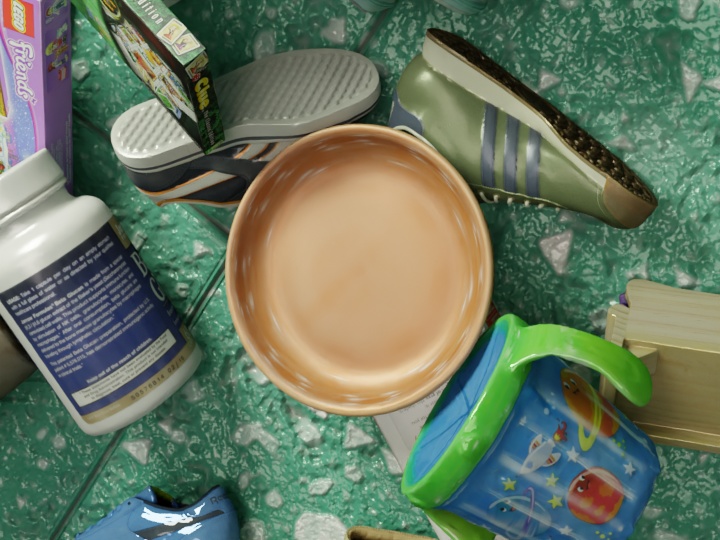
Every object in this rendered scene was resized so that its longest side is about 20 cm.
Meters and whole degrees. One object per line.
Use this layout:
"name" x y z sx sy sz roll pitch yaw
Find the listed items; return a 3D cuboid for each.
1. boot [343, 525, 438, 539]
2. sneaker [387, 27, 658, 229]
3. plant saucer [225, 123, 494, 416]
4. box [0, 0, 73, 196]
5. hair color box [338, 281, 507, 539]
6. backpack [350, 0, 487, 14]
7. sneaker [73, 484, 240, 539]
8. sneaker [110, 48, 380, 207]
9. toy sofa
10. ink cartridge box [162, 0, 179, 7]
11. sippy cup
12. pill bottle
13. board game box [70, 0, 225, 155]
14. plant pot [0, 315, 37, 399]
"boot" 0.060 0.293 0.845 0.199 0.073 0.157 21 108 19
"sneaker" 0.104 -0.077 0.783 0.200 0.067 0.090 39 115 8
"plant saucer" 0.000 0.000 0.781 0.198 0.037 0.202 0 90 21
"box" -0.289 -0.146 0.855 0.136 0.039 0.201 23 131 12
"hair color box" 0.082 0.117 0.817 0.110 0.064 0.201 -29 88 17
"backpack" 0.026 -0.253 0.717 0.200 0.178 0.151 41 111 -4
"sneaker" -0.191 0.220 0.919 0.198 0.066 0.079 -13 83 18
"sneaker" -0.079 -0.103 0.828 0.198 0.080 0.079 -14 54 1
"toy sofa" 0.264 0.077 0.756 0.198 0.098 0.083 8 125 15
"ink cartridge box" -0.165 -0.278 0.754 0.084 0.200 0.145 -35 88 -15
"sippy cup" 0.114 0.119 0.715 0.130 0.178 0.140 33 77 -3
"pill bottle" -0.216 0.014 0.842 0.110 0.111 0.201 -26 106 19
"board game box" -0.164 -0.177 0.763 0.023 0.105 0.200 -37 69 -14
"plant pot" -0.354 0.058 0.888 0.172 0.200 0.202 -23 92 1
